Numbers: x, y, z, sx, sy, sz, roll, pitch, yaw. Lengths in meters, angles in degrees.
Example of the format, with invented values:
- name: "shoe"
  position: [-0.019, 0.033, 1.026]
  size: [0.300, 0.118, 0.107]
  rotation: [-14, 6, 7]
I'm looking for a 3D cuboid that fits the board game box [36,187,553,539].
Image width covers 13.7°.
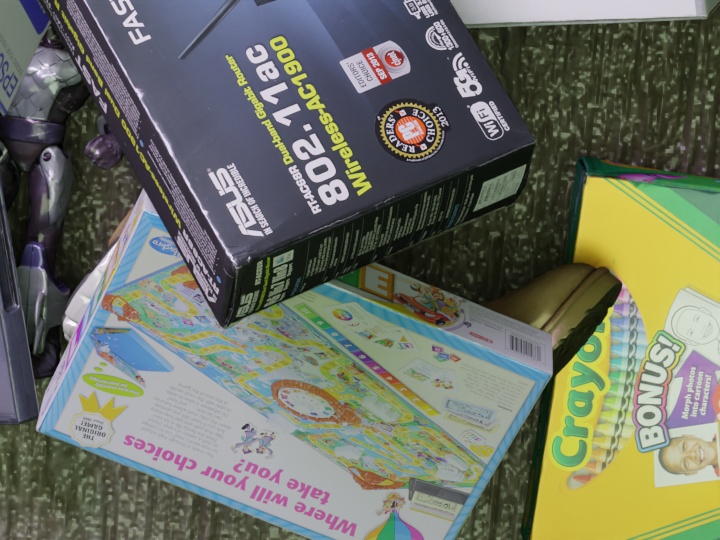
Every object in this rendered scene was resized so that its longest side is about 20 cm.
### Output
- name: "board game box"
  position: [-0.030, 0.052, 1.369]
  size: [0.199, 0.034, 0.135]
  rotation: [23, 120, -11]

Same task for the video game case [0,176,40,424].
- name: "video game case"
  position: [-0.224, -0.025, 1.442]
  size: [0.143, 0.019, 0.201]
  rotation: [-3, 100, 40]

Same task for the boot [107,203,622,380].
- name: "boot"
  position: [0.000, 0.000, 1.443]
  size: [0.175, 0.066, 0.200]
  rotation: [-45, 80, 11]

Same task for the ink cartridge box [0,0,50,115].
- name: "ink cartridge box"
  position: [-0.150, -0.195, 1.339]
  size: [0.043, 0.198, 0.200]
  rotation: [23, 75, 14]

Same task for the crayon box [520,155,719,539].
- name: "crayon box"
  position: [0.152, 0.051, 1.484]
  size: [0.118, 0.058, 0.201]
  rotation: [7, 101, -1]

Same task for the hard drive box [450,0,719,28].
- name: "hard drive box"
  position: [0.085, -0.218, 1.382]
  size: [0.155, 0.077, 0.201]
  rotation: [1, 112, 24]

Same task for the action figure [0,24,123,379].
- name: "action figure"
  position: [-0.161, -0.053, 1.455]
  size: [0.130, 0.069, 0.201]
  rotation: [11, 97, 21]

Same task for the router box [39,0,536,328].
- name: "router box"
  position: [-0.038, -0.093, 1.313]
  size: [0.150, 0.062, 0.200]
  rotation: [-24, 69, -19]

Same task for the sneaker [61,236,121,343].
- name: "sneaker"
  position: [-0.049, -0.025, 1.401]
  size: [0.089, 0.079, 0.200]
  rotation: [38, 103, 0]
